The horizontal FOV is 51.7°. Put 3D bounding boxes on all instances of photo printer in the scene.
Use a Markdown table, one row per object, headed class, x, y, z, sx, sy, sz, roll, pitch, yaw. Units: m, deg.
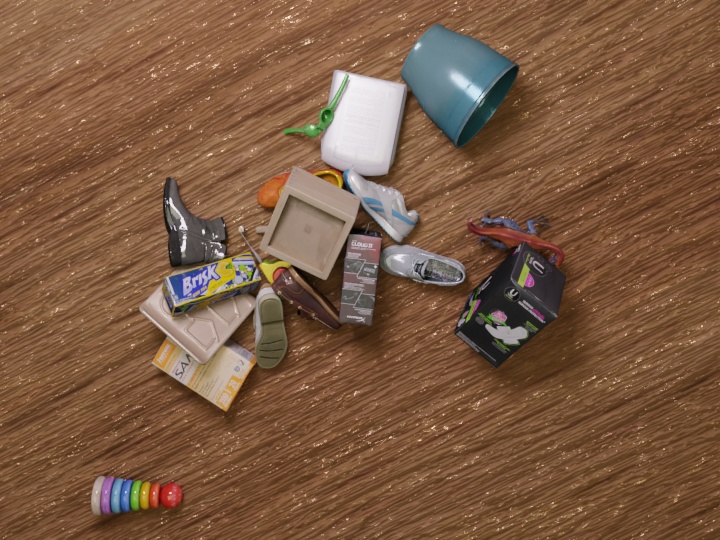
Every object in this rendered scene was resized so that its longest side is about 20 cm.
| class | x | y | z | sx | sy | sz | roll | pitch | yaw |
| --- | --- | --- | --- | --- | --- | --- | --- | --- | --- |
| photo printer | 0.004 | -0.307 | 1.579 | 0.162 | 0.069 | 0.205 | 11 | 98 | 1 |

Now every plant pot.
| class | x | y | z | sx | sy | sz | roll | pitch | yaw |
| --- | --- | --- | --- | --- | --- | --- | --- | --- | --- |
| plant pot | 0.189 | -0.389 | 1.514 | 0.187 | 0.200 | 0.201 | 40 | 97 | 11 |

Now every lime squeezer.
| class | x | y | z | sx | sy | sz | roll | pitch | yaw |
| --- | --- | --- | --- | --- | --- | --- | --- | --- | --- |
| lime squeezer | -0.085 | -0.321 | 1.549 | 0.037 | 0.072 | 0.199 | 32 | 128 | -33 |

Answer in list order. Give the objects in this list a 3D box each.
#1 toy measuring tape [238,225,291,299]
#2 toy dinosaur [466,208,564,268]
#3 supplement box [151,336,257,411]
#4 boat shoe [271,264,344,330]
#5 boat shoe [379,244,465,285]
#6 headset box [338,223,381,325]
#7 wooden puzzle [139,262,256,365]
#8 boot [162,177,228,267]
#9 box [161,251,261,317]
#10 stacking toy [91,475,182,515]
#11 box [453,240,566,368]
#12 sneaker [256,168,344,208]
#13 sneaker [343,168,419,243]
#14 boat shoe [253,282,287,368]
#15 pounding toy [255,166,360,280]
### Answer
| class | x | y | z | sx | sy | sz | roll | pitch | yaw |
| --- | --- | --- | --- | --- | --- | --- | --- | --- | --- |
| toy measuring tape | -0.188 | -0.024 | 1.621 | 0.073 | 0.074 | 0.202 | -31 | 96 | 5 |
| toy dinosaur | 0.337 | -0.052 | 1.575 | 0.179 | 0.199 | 0.107 | 24 | 116 | 28 |
| supplement box | -0.344 | 0.200 | 1.649 | 0.198 | 0.074 | 0.128 | 32 | 96 | -3 |
| boat shoe | -0.113 | 0.070 | 1.605 | 0.070 | 0.071 | 0.200 | -41 | 122 | 4 |
| boat shoe | 0.136 | -0.010 | 1.615 | 0.196 | 0.072 | 0.072 | 11 | 98 | -1 |
| headset box | 0.000 | 0.000 | 1.580 | 0.075 | 0.149 | 0.205 | 7 | 97 | -1 |
| wooden puzzle | -0.348 | 0.080 | 1.604 | 0.184 | 0.046 | 0.201 | 40 | 58 | 0 |
| boot | -0.360 | -0.105 | 1.620 | 0.128 | 0.068 | 0.205 | -6 | 80 | -20 |
| box | -0.316 | 0.029 | 1.576 | 0.197 | 0.064 | 0.071 | -18 | 74 | -28 |
| stacking toy | -0.505 | 0.516 | 1.694 | 0.195 | 0.085 | 0.088 | 3 | 98 | -4 |
| box | 0.311 | 0.071 | 1.546 | 0.124 | 0.149 | 0.200 | 38 | 131 | -4 |
| sneaker | -0.131 | -0.181 | 1.595 | 0.195 | 0.077 | 0.075 | -16 | 99 | 4 |
| sneaker | 0.042 | -0.153 | 1.590 | 0.081 | 0.077 | 0.200 | -45 | 114 | 4 |
| boat shoe | -0.199 | 0.122 | 1.630 | 0.073 | 0.069 | 0.204 | -1 | 124 | -15 |
| pounding toy | -0.121 | -0.095 | 1.547 | 0.181 | 0.143 | 0.202 | 25 | 119 | -6 |
